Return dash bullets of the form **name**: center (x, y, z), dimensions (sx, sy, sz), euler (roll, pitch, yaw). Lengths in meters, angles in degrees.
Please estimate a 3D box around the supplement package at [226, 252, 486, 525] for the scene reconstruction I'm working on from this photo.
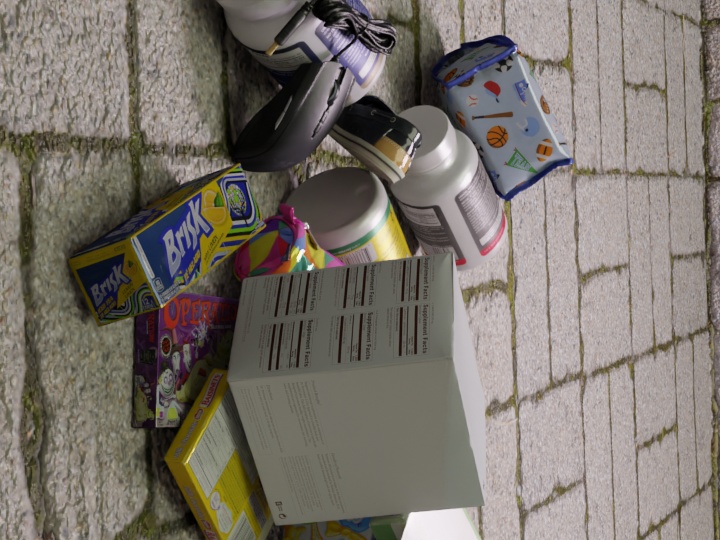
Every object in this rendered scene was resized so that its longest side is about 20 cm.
- **supplement package**: center (0.003, 0.109, 1.472), dimensions (0.147, 0.199, 0.192), euler (-86, 166, -50)

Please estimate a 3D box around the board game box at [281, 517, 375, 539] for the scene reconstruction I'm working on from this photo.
- **board game box**: center (-0.013, 0.274, 1.642), dimensions (0.105, 0.103, 0.201), euler (33, 59, -61)

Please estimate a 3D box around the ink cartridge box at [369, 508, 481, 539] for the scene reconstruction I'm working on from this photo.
- **ink cartridge box**: center (0.052, 0.286, 1.512), dimensions (0.146, 0.048, 0.200), euler (64, 34, -31)

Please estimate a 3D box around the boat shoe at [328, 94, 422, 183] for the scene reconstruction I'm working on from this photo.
- **boat shoe**: center (0.007, -0.144, 1.637), dimensions (0.075, 0.200, 0.062), euler (39, 90, -27)

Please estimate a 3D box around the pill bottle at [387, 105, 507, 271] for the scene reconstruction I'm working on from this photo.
- **pill bottle**: center (0.096, -0.098, 1.899), dimensions (0.200, 0.110, 0.111), euler (60, 37, -48)

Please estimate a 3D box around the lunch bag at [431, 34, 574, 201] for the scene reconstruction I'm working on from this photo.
- **lunch bag**: center (0.168, -0.196, 1.996), dimensions (0.170, 0.124, 0.200), euler (63, -3, -13)

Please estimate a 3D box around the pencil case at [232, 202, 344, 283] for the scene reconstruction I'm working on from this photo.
- **pencil case**: center (-0.033, 0.026, 1.567), dimensions (0.200, 0.088, 0.089), euler (43, 48, -35)

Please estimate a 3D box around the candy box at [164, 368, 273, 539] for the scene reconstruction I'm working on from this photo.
- **candy box**: center (-0.119, 0.189, 1.464), dimensions (0.200, 0.026, 0.102), euler (73, 33, -47)

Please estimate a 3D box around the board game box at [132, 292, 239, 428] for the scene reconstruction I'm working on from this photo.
- **board game box**: center (-0.142, 0.083, 1.460), dimensions (0.200, 0.032, 0.121), euler (10, 75, -66)

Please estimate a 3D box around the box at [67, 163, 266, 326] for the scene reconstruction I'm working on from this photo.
- **box**: center (-0.159, -0.024, 1.361), dimensions (0.064, 0.070, 0.200), euler (66, 29, -12)

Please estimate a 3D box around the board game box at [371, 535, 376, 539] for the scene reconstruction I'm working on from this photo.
- **board game box**: center (0.051, 0.352, 1.600), dimensions (0.200, 0.043, 0.200), euler (-59, 139, -49)

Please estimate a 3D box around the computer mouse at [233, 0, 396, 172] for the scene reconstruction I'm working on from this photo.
- **computer mouse**: center (-0.054, -0.166, 1.502), dimensions (0.046, 0.200, 0.140), euler (52, 13, 30)

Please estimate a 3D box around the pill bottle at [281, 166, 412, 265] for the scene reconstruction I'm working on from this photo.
- **pill bottle**: center (0.000, 0.000, 1.676), dimensions (0.113, 0.112, 0.200), euler (-69, 147, -41)

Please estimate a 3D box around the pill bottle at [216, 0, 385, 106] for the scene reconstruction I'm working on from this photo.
- **pill bottle**: center (-0.061, -0.245, 1.547), dimensions (0.200, 0.115, 0.116), euler (43, 50, -59)
